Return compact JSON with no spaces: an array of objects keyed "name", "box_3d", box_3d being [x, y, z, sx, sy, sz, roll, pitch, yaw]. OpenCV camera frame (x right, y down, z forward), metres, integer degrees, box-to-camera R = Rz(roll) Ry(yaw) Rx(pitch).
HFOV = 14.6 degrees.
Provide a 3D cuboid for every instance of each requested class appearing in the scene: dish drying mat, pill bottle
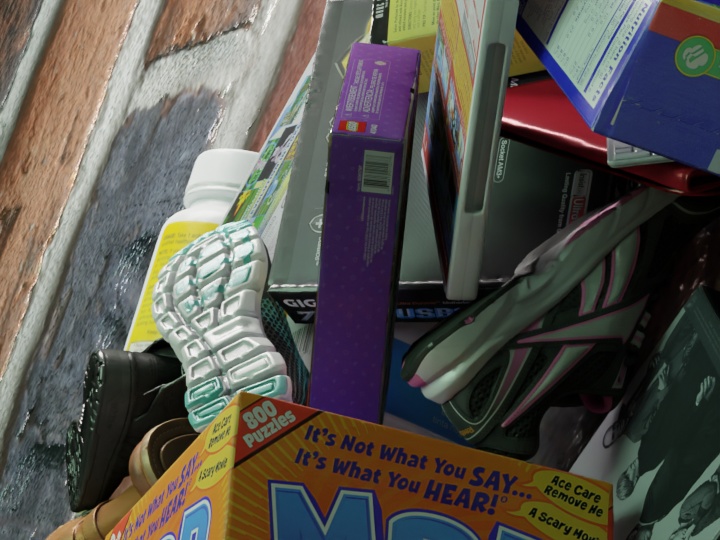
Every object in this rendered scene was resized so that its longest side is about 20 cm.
[{"name":"dish drying mat","box_3d":[0.133,-0.069,1.459,0.200,0.076,0.018,23,121,54]},{"name":"pill bottle","box_3d":[-0.093,0.027,1.900,0.114,0.114,0.201,-20,50,61]}]

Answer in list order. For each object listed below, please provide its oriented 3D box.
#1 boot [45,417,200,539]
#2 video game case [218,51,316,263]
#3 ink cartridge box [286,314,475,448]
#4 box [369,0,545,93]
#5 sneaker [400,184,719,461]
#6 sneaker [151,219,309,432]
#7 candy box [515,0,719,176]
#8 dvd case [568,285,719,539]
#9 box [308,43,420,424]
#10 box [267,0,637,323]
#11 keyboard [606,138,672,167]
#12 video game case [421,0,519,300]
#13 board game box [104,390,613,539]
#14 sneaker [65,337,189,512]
[{"name":"boot","box_3d":[-0.139,0.150,1.733,0.154,0.200,0.077,-17,77,17]},{"name":"video game case","box_3d":[-0.023,-0.077,1.742,0.201,0.022,0.182,-62,18,-14]},{"name":"ink cartridge box","box_3d":[0.021,0.019,1.682,0.146,0.086,0.201,-27,43,58]},{"name":"box","box_3d":[0.106,-0.154,1.560,0.199,0.050,0.076,-11,52,18]},{"name":"sneaker","box_3d":[0.113,0.027,1.433,0.200,0.087,0.080,-36,4,-20]},{"name":"sneaker","box_3d":[-0.065,0.055,1.618,0.077,0.091,0.201,-24,40,11]},{"name":"candy box","box_3d":[0.170,-0.107,1.360,0.077,0.168,0.200,-64,22,18]},{"name":"dvd case","box_3d":[0.140,0.125,1.389,0.201,0.025,0.151,-58,23,21]},{"name":"box","box_3d":[0.000,0.000,1.454,0.137,0.039,0.201,-78,-6,-67]},{"name":"box","box_3d":[0.060,-0.067,1.590,0.197,0.050,0.201,-1,62,26]},{"name":"keyboard","box_3d":[0.155,-0.084,1.453,0.200,0.056,0.011,-75,-16,-72]},{"name":"video game case","box_3d":[0.055,-0.107,1.405,0.143,0.017,0.201,-97,12,-56]},{"name":"board game box","box_3d":[-0.011,0.207,1.367,0.200,0.199,0.201,133,147,-55]},{"name":"sneaker","box_3d":[-0.124,0.095,1.774,0.200,0.104,0.060,111,154,-55]}]
